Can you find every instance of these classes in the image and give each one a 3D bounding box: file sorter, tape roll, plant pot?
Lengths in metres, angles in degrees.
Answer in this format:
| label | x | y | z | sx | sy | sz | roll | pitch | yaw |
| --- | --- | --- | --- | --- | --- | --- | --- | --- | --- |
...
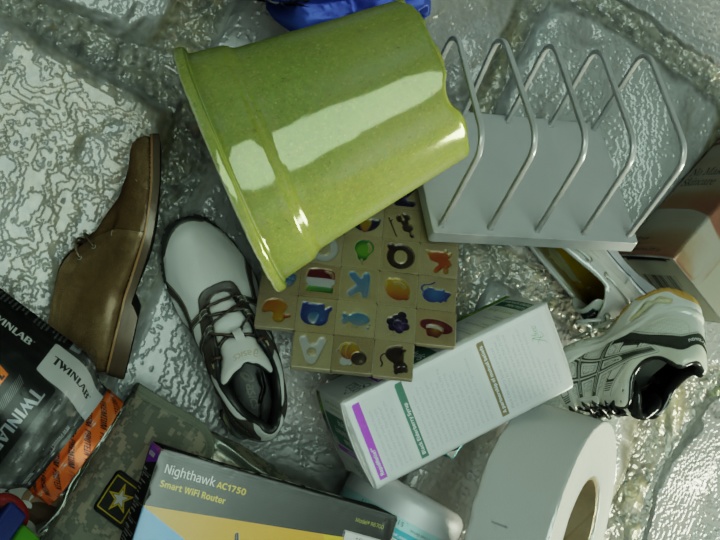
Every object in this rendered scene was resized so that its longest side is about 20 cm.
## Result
| label | x | y | z | sx | sy | sz | roll | pitch | yaw |
| --- | --- | --- | --- | --- | --- | --- | --- | --- | --- |
| file sorter | 0.156 | -0.114 | 1.004 | 0.197 | 0.125 | 0.140 | 2 | 54 | -17 |
| tape roll | 0.156 | 0.219 | 0.999 | 0.070 | 0.202 | 0.206 | 14 | 86 | 26 |
| plant pot | -0.022 | -0.113 | 0.899 | 0.182 | 0.200 | 0.203 | -24 | 99 | 0 |

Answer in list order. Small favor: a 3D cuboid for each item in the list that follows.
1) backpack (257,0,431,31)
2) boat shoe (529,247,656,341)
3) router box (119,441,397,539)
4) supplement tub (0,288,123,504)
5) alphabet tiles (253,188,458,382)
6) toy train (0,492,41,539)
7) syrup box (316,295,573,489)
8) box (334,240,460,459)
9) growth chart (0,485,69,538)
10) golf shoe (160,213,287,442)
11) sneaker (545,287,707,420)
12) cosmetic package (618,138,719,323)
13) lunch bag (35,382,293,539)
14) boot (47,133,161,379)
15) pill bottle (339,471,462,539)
| label | x | y | z | sx | sy | sz | roll | pitch | yaw |
| --- | --- | --- | --- | --- | --- | --- | --- | --- | --- |
| backpack | -0.035 | -0.275 | 0.946 | 0.197 | 0.162 | 0.171 | -5 | 108 | -19 |
| boat shoe | 0.220 | 0.029 | 1.070 | 0.203 | 0.074 | 0.086 | 52 | 54 | -10 |
| router box | -0.086 | 0.230 | 0.879 | 0.197 | 0.051 | 0.151 | 19 | 83 | -21 |
| supplement tub | -0.288 | 0.080 | 0.886 | 0.199 | 0.122 | 0.123 | 38 | 80 | -9 |
| alphabet tiles | 0.000 | 0.000 | 0.975 | 0.163 | 0.006 | 0.202 | 6 | 55 | -1 |
| toy train | -0.299 | 0.266 | 0.892 | 0.199 | 0.085 | 0.116 | -35 | 105 | 29 |
| syrup box | 0.070 | 0.099 | 0.980 | 0.198 | 0.079 | 0.083 | -23 | 99 | -15 |
| box | 0.030 | 0.071 | 1.034 | 0.200 | 0.049 | 0.083 | 43 | 79 | -14 |
| growth chart | -0.284 | 0.224 | 0.954 | 0.142 | 0.018 | 0.204 | 7 | 90 | -19 |
| golf shoe | -0.105 | 0.047 | 0.968 | 0.077 | 0.094 | 0.203 | -25 | 97 | -14 |
| sneaker | 0.223 | 0.102 | 1.027 | 0.075 | 0.200 | 0.089 | 20 | 43 | -24 |
| cosmetic package | 0.355 | -0.054 | 1.110 | 0.200 | 0.103 | 0.087 | -46 | 105 | -13 |
| lunch bag | -0.147 | 0.210 | 0.946 | 0.199 | 0.117 | 0.165 | 34 | 80 | -14 |
| boot | -0.206 | -0.018 | 0.949 | 0.074 | 0.074 | 0.203 | 13 | 89 | -8 |
| pill bottle | -0.001 | 0.278 | 0.998 | 0.110 | 0.111 | 0.202 | 30 | 82 | -16 |
